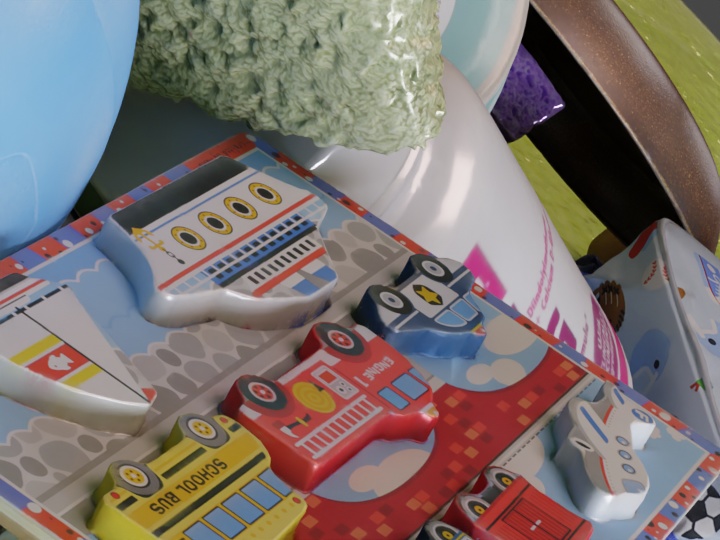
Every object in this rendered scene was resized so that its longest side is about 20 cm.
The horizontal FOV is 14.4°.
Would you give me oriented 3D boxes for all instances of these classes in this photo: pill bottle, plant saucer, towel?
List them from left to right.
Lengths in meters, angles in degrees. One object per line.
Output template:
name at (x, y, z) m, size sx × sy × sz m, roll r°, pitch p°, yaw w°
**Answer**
towel at (-0.065, -0.111, 0.725) m, size 0.036 × 0.200 × 0.149 m, roll -40°, pitch 138°, yaw -42°
pill bottle at (0.000, 0.000, 0.838) m, size 0.200 × 0.113 × 0.114 m, roll 55°, pitch 20°, yaw -50°
plant saucer at (0.081, -0.080, 1.115) m, size 0.200 × 0.032 × 0.200 m, roll 52°, pitch -6°, yaw 7°

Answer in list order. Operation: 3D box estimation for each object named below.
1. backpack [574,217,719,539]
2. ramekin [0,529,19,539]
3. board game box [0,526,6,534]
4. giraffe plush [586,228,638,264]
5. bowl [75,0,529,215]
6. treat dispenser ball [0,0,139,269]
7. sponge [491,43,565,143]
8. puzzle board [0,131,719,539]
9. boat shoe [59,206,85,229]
backpack at (0.103, 0.089, 0.983) m, size 0.190 × 0.154 × 0.200 m, roll 43°, pitch 29°, yaw -45°
ramekin at (-0.015, 0.125, 0.690) m, size 0.200 × 0.200 × 0.098 m, roll 31°, pitch 29°, yaw -42°
board game box at (-0.039, 0.115, 0.841) m, size 0.200 × 0.032 × 0.120 m, roll 60°, pitch 23°, yaw 5°
giraffe plush at (0.213, 0.032, 1.200) m, size 0.200 × 0.162 × 0.173 m, roll 21°, pitch 43°, yaw -55°
bowl at (-0.018, -0.101, 0.931) m, size 0.201 × 0.105 × 0.201 m, roll 3°, pitch 87°, yaw -51°
treat dispenser ball at (-0.151, -0.069, 0.652) m, size 0.201 × 0.201 × 0.201 m, roll 41°, pitch 31°, yaw -31°
sponge at (0.004, -0.131, 1.112) m, size 0.200 × 0.030 × 0.112 m, roll 53°, pitch -4°, yaw -3°
puzzle board at (-0.008, 0.031, 0.630) m, size 0.151 × 0.017 × 0.200 m, roll 35°, pitch 26°, yaw 11°
boat shoe at (-0.087, 0.023, 0.772) m, size 0.200 × 0.072 × 0.062 m, roll 49°, pitch 6°, yaw 39°
